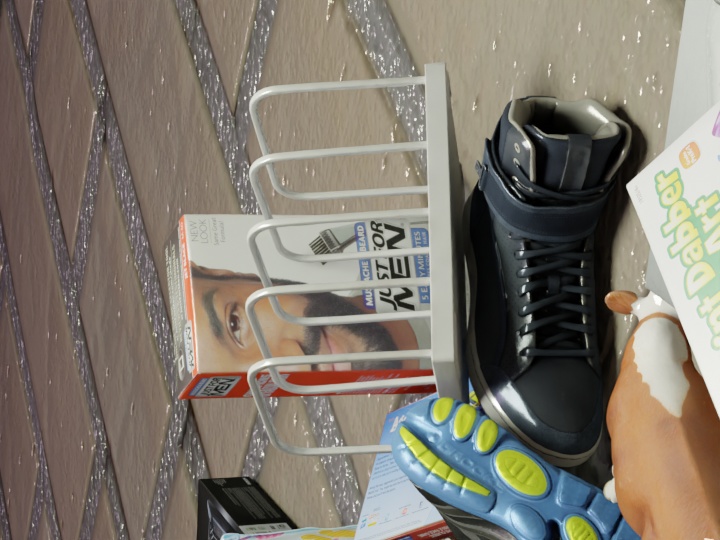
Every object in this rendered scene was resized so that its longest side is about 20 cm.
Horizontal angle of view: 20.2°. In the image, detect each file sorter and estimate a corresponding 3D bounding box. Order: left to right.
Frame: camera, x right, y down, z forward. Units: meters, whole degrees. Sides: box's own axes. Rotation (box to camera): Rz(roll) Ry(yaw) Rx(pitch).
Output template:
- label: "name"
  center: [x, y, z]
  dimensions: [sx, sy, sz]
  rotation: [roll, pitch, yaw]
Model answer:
- label: "file sorter"
  center: [0.000, 0.000, 1.217]
  dimensions: [0.139, 0.124, 0.200]
  rotation: [75, -168, -60]

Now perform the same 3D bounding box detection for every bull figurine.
- label: "bull figurine"
  center: [0.156, 0.100, 0.998]
  dimensions: [0.200, 0.065, 0.121]
  rotation: [-91, -2, -48]

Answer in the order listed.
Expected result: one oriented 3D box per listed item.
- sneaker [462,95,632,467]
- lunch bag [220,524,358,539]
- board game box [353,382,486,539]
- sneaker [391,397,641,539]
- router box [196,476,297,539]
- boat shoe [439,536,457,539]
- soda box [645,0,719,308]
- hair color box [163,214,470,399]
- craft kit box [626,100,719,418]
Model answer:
- label: "sneaker"
  center: [0.109, -0.004, 1.138]
  dimensions: [0.146, 0.077, 0.202]
  rotation: [113, 151, -55]
- label: "lunch bag"
  center: [-0.020, 0.264, 1.376]
  dimensions: [0.127, 0.169, 0.200]
  rotation: [109, 154, -51]
- label: "board game box"
  center: [0.060, 0.117, 1.266]
  dimensions: [0.200, 0.019, 0.103]
  rotation: [-29, 41, 57]
- label: "sneaker"
  center: [0.102, 0.145, 1.109]
  dimensions: [0.200, 0.071, 0.083]
  rotation: [39, 172, 24]
- label: "router box"
  center: [-0.098, 0.286, 1.782]
  dimensions: [0.200, 0.052, 0.157]
  rotation: [-146, 57, -67]
- label: "boat shoe"
  center: [0.064, 0.193, 1.295]
  dimensions: [0.200, 0.063, 0.073]
  rotation: [-166, 77, -70]
- label: "soda box"
  center: [0.186, -0.075, 0.933]
  dimensions: [0.068, 0.063, 0.200]
  rotation: [-134, 47, -63]
- label: "hair color box"
  center: [-0.023, 0.023, 1.333]
  dimensions: [0.064, 0.200, 0.111]
  rotation: [132, 134, -64]
- label: "craft kit box"
  center: [0.210, -0.016, 0.782]
  dimensions: [0.198, 0.048, 0.200]
  rotation: [-47, 42, 33]
